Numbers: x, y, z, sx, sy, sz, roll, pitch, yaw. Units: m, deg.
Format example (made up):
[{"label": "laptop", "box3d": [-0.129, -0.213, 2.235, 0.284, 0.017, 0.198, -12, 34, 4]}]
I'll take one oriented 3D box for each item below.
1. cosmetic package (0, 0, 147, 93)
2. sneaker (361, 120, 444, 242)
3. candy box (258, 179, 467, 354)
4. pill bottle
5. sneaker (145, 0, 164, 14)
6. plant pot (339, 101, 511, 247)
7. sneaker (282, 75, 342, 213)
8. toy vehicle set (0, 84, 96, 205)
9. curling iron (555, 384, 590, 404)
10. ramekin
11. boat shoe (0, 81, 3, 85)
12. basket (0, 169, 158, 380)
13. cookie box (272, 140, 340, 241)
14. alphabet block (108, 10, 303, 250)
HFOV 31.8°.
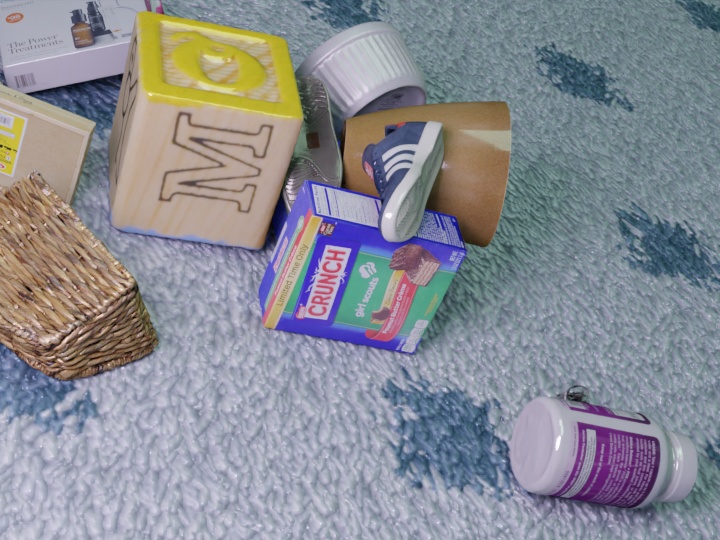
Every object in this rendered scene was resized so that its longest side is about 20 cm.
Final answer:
[{"label": "cosmetic package", "box3d": [-0.378, -0.313, 1.684, 0.199, 0.052, 0.151, -14, 44, -10]}, {"label": "sneaker", "box3d": [0.035, -0.104, 1.456, 0.084, 0.075, 0.200, 8, 38, 15]}, {"label": "candy box", "box3d": [0.000, 0.000, 1.495, 0.199, 0.169, 0.077, 12, 34, -20]}, {"label": "pill bottle", "box3d": [0.283, 0.214, 1.460, 0.199, 0.112, 0.112, 12, 37, -20]}, {"label": "sneaker", "box3d": [-0.315, -0.338, 1.795, 0.088, 0.082, 0.200, -17, 31, -11]}, {"label": "plant pot", "box3d": [0.073, -0.134, 1.601, 0.199, 0.187, 0.187, 7, 38, -7]}, {"label": "sneaker", "box3d": [-0.060, -0.132, 1.589, 0.074, 0.106, 0.201, 0, 70, -1]}, {"label": "toy vehicle set", "box3d": [-0.415, -0.151, 1.453, 0.199, 0.124, 0.027, 22, 35, -8]}, {"label": "curling iron", "box3d": [0.331, 0.208, 1.572, 0.200, 0.026, 0.050, 36, 39, 12]}, {"label": "ramekin", "box3d": [0.000, -0.244, 1.793, 0.200, 0.200, 0.105, -13, 60, -43]}, {"label": "boat shoe", "box3d": [-0.509, -0.237, 1.558, 0.200, 0.076, 0.074, 42, 64, 6]}, {"label": "basket", "box3d": [-0.330, 0.026, 1.338, 0.143, 0.149, 0.200, -38, 66, -17]}, {"label": "cookie box", "box3d": [-0.021, -0.095, 1.685, 0.199, 0.075, 0.172, 8, 41, -24]}, {"label": "alphabet block", "box3d": [-0.195, -0.170, 1.543, 0.196, 0.200, 0.196, 7, 39, -19]}]
